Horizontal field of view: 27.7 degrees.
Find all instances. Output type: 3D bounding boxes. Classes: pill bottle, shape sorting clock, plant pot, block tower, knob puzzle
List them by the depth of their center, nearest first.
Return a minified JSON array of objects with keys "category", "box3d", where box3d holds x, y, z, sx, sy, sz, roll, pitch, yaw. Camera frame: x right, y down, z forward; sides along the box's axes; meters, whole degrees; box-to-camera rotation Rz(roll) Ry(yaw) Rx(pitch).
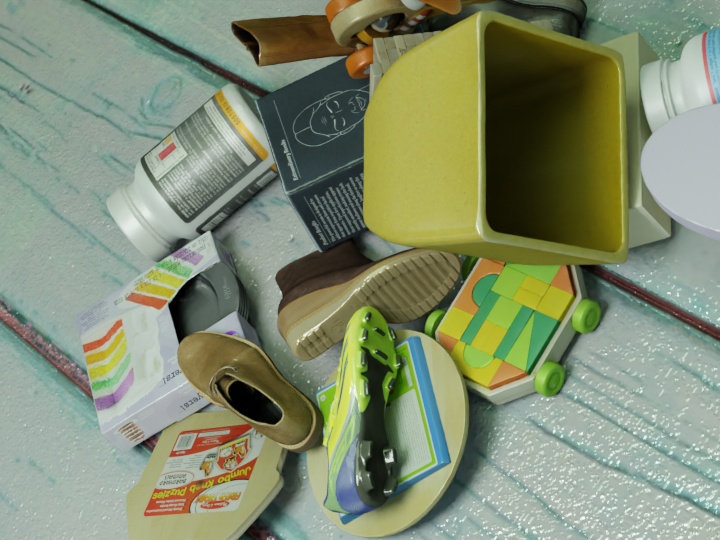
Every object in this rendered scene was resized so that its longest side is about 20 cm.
[{"category":"plant pot","box3d":[0.107,-0.100,1.331,0.199,0.193,0.198,-11,76,49]},{"category":"pill bottle","box3d":[0.364,-0.177,1.340,0.198,0.109,0.110,-14,55,26]},{"category":"shape sorting clock","box3d":[0.024,0.155,1.394,0.199,0.039,0.202,-18,59,33]},{"category":"block tower","box3d":[0.104,-0.202,1.442,0.198,0.054,0.058,-8,49,-7]},{"category":"knob puzzle","box3d":[-0.154,0.227,1.468,0.218,0.031,0.221,-23,37,18]},{"category":"pill bottle","box3d":[-0.184,-0.108,1.655,0.199,0.116,0.117,-39,48,6]}]

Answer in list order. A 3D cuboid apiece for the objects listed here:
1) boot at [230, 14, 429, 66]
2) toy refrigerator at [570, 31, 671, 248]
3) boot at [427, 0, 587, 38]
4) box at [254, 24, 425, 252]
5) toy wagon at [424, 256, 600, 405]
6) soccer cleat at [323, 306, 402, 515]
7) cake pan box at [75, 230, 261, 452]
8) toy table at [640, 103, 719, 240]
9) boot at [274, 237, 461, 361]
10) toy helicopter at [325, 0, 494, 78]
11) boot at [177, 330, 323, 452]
[{"category":"boot","box3d":[-0.044,-0.268,1.615,0.198,0.069,0.189,-9,34,-14]},{"category":"toy refrigerator","box3d":[0.252,-0.122,1.409,0.075,0.070,0.202,-17,53,33]},{"category":"boot","box3d":[0.144,-0.208,1.527,0.198,0.069,0.176,1,63,26]},{"category":"box","box3d":[0.010,-0.140,1.531,0.198,0.107,0.149,-24,51,5]},{"category":"toy wagon","box3d":[0.154,0.028,1.398,0.154,0.040,0.201,24,78,40]},{"category":"soccer cleat","box3d":[-0.008,0.129,1.363,0.083,0.064,0.202,-22,56,39]},{"category":"cake pan box","box3d":[-0.207,0.074,1.593,0.199,0.052,0.185,-30,49,9]},{"category":"toy table","box3d":[0.354,-0.062,1.271,0.199,0.117,0.185,30,81,41]},{"category":"boot","box3d":[0.000,0.000,1.482,0.199,0.073,0.167,-28,28,8]},{"category":"toy helicopter","box3d":[0.065,-0.272,1.463,0.198,0.132,0.080,-18,78,-14]},{"category":"boot","box3d":[-0.124,0.108,1.449,0.199,0.075,0.074,30,89,38]}]
